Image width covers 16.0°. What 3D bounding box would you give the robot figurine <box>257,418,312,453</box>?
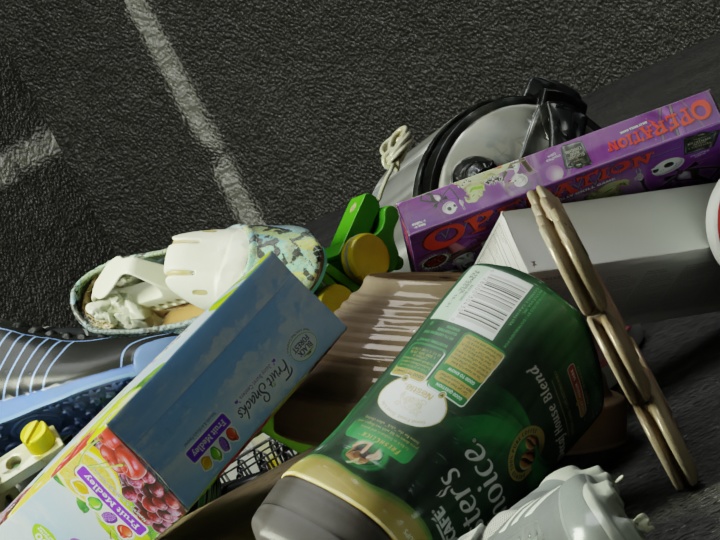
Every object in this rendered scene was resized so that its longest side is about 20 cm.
[{"bbox_3d":[-0.016,0.064,1.639,0.175,0.200,0.116,-16,48,53],"label":"robot figurine"}]

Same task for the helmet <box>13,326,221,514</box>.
[{"bbox_3d":[-0.182,0.139,1.647,0.190,0.201,0.200,-32,6,-6],"label":"helmet"}]

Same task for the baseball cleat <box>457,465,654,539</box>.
[{"bbox_3d":[0.084,0.136,1.139,0.106,0.070,0.200,-35,-4,1],"label":"baseball cleat"}]

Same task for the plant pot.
[{"bbox_3d":[0.052,0.049,1.451,0.200,0.093,0.201,2,2,0],"label":"plant pot"}]

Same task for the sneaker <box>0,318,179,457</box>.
[{"bbox_3d":[-0.192,0.061,1.548,0.199,0.078,0.070,-16,-27,3],"label":"sneaker"}]

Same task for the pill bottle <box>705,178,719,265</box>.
[{"bbox_3d":[0.265,-0.028,1.437,0.112,0.113,0.200,-29,6,-9],"label":"pill bottle"}]

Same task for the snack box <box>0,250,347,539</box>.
[{"bbox_3d":[-0.117,0.099,1.393,0.200,0.068,0.169,-40,6,47],"label":"snack box"}]

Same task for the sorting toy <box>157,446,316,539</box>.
[{"bbox_3d":[-0.062,0.172,1.427,0.199,0.070,0.199,-28,6,-4],"label":"sorting toy"}]

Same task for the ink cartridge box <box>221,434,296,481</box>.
[{"bbox_3d":[-0.130,0.106,1.965,0.199,0.147,0.146,-29,5,-18],"label":"ink cartridge box"}]

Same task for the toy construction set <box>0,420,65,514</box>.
[{"bbox_3d":[-0.256,0.175,1.504,0.199,0.092,0.132,-27,40,25],"label":"toy construction set"}]

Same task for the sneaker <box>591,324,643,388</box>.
[{"bbox_3d":[0.130,0.022,1.688,0.075,0.105,0.200,-29,4,11],"label":"sneaker"}]

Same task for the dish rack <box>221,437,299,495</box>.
[{"bbox_3d":[-0.045,0.136,1.777,0.200,0.055,0.153,-31,7,-40],"label":"dish rack"}]

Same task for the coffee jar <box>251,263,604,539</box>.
[{"bbox_3d":[0.034,0.098,1.277,0.085,0.105,0.200,25,60,34],"label":"coffee jar"}]

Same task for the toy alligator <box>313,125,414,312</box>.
[{"bbox_3d":[0.000,0.000,1.557,0.059,0.054,0.200,-18,34,51],"label":"toy alligator"}]

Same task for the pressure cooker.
[{"bbox_3d":[0.104,-0.030,1.853,0.178,0.176,0.200,-25,-4,-22],"label":"pressure cooker"}]

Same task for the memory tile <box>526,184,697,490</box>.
[{"bbox_3d":[0.131,0.031,1.340,0.017,0.154,0.200,-28,7,5],"label":"memory tile"}]

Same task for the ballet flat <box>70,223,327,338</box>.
[{"bbox_3d":[-0.106,0.009,1.552,0.200,0.074,0.074,-20,10,45],"label":"ballet flat"}]

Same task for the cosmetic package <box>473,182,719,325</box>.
[{"bbox_3d":[0.168,-0.008,1.559,0.199,0.051,0.083,-8,-30,-24],"label":"cosmetic package"}]

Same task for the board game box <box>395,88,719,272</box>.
[{"bbox_3d":[0.123,-0.040,1.556,0.199,0.032,0.120,-20,-28,-2],"label":"board game box"}]
